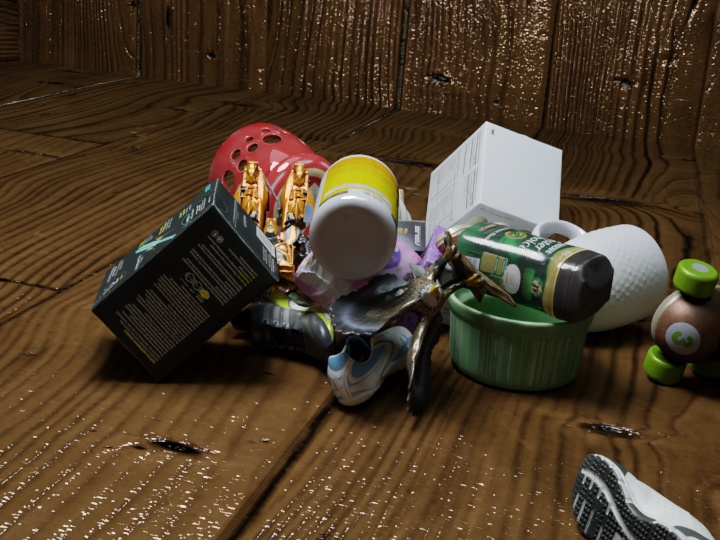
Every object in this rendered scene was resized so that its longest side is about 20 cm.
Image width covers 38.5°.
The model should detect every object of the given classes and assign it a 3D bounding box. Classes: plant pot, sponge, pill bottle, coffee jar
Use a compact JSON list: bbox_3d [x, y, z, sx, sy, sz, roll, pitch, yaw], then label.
[{"bbox_3d":[-0.145,-0.142,1.824,0.197,0.205,0.182,-8,24,-35],"label":"plant pot"},{"bbox_3d":[0.098,0.009,1.559,0.029,0.113,0.200,23,19,2],"label":"sponge"},{"bbox_3d":[-0.004,-0.077,1.310,0.107,0.111,0.201,5,26,1],"label":"pill bottle"},{"bbox_3d":[0.222,0.001,1.335,0.198,0.087,0.103,19,23,36],"label":"coffee jar"}]

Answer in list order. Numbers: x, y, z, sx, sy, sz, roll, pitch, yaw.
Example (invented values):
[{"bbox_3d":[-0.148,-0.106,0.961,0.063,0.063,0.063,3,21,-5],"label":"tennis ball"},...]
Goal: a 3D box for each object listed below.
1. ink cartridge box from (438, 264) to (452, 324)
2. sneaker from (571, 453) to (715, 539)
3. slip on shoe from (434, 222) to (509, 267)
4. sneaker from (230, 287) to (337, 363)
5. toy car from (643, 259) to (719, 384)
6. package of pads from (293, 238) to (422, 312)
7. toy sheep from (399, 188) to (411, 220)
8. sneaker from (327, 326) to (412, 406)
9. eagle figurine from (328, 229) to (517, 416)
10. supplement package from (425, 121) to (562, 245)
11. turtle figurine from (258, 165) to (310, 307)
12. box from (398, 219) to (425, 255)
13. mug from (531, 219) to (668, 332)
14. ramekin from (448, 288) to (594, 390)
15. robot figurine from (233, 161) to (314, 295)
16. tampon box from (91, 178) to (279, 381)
[{"bbox_3d":[0.192,0.019,1.604,0.142,0.087,0.200,7,20,6],"label":"ink cartridge box"},{"bbox_3d":[0.272,0.245,0.977,0.079,0.075,0.200,13,18,-26],"label":"sneaker"},{"bbox_3d":[0.176,-0.032,1.532,0.073,0.062,0.199,-31,-13,29],"label":"slip on shoe"},{"bbox_3d":[-0.102,0.083,1.374,0.080,0.075,0.198,-21,24,-34],"label":"sneaker"},{"bbox_3d":[0.486,0.104,1.326,0.155,0.167,0.201,-3,32,-24],"label":"toy car"},{"bbox_3d":[0.000,0.000,1.398,0.120,0.076,0.200,38,24,5],"label":"package of pads"},{"bbox_3d":[0.019,-0.087,1.789,0.197,0.140,0.137,17,8,-35],"label":"toy sheep"},{"bbox_3d":[0.018,0.103,1.300,0.071,0.074,0.200,-11,11,25],"label":"sneaker"},{"bbox_3d":[0.067,0.052,1.252,0.151,0.152,0.200,32,72,36],"label":"eagle figurine"},{"bbox_3d":[0.218,-0.116,1.720,0.149,0.154,0.200,17,-26,-18],"label":"supplement package"},{"bbox_3d":[-0.136,-0.016,1.527,0.143,0.202,0.194,-33,35,-13],"label":"turtle figurine"},{"bbox_3d":[0.008,-0.037,1.641,0.155,0.049,0.200,3,-12,-8],"label":"box"},{"bbox_3d":[0.336,0.000,1.557,0.173,0.149,0.201,-13,54,-35],"label":"mug"},{"bbox_3d":[0.210,0.082,1.387,0.195,0.100,0.200,4,18,-1],"label":"ramekin"},{"bbox_3d":[-0.125,-0.058,1.443,0.142,0.059,0.203,2,55,-1],"label":"robot figurine"},{"bbox_3d":[-0.216,0.009,1.298,0.199,0.127,0.150,-39,18,7],"label":"tampon box"}]
